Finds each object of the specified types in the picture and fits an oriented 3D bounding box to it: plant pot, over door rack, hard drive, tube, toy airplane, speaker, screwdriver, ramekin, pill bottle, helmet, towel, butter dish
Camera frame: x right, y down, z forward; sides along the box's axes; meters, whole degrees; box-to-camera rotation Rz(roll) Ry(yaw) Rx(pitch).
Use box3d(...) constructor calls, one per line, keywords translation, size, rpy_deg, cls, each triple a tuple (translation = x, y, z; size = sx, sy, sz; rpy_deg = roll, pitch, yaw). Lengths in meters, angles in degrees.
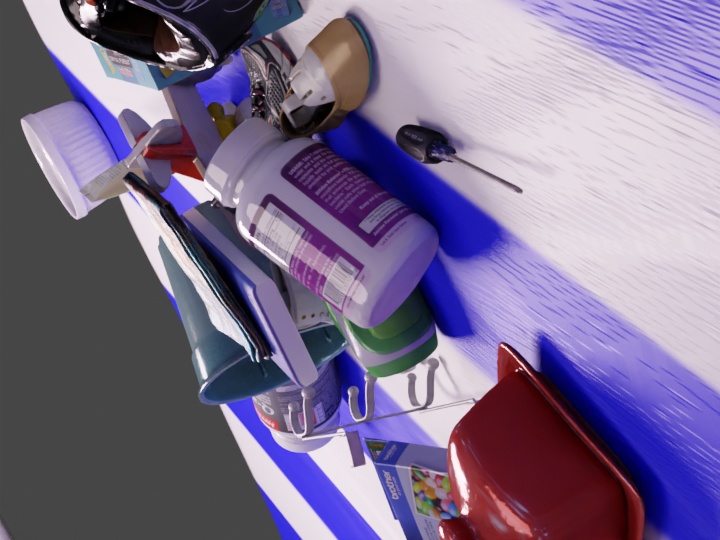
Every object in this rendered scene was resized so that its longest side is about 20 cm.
box3d(translation=(-0.132, 0.024, 1.888), size=(0.200, 0.200, 0.196), rpy_deg=(105, 141, -70), cls="plant pot")
box3d(translation=(0.024, 0.134, 1.602), size=(0.200, 0.148, 0.067), rpy_deg=(-171, 70, -70), cls="over door rack")
box3d(translation=(-0.117, 0.026, 1.662), size=(0.200, 0.025, 0.132), rpy_deg=(40, 158, 55), cls="hard drive")
box3d(translation=(-0.224, -0.127, 1.845), size=(0.052, 0.200, 0.058), rpy_deg=(57, 165, 20), cls="tube")
box3d(translation=(-0.155, -0.139, 1.710), size=(0.200, 0.141, 0.199), rpy_deg=(48, -158, -25), cls="toy airplane")
box3d(translation=(0.000, 0.000, 1.563), size=(0.200, 0.088, 0.088), rpy_deg=(63, 165, -12), cls="speaker")
box3d(translation=(0.080, -0.086, 1.255), size=(0.200, 0.029, 0.028), rpy_deg=(27, 144, 59), cls="screwdriver")
box3d(translation=(-0.495, -0.199, 2.827), size=(0.200, 0.105, 0.200), rpy_deg=(55, 165, 22), cls="ramekin")
box3d(translation=(-0.085, 0.140, 2.071), size=(0.116, 0.116, 0.200), rpy_deg=(49, 162, 36), cls="pill bottle")
box3d(translation=(-0.158, -0.281, 1.339), size=(0.200, 0.191, 0.200), rpy_deg=(19, 166, 5), cls="helmet")
box3d(translation=(-0.038, -0.048, 1.447), size=(0.200, 0.112, 0.112), rpy_deg=(38, 160, 14), cls="pill bottle")
box3d(translation=(-0.167, -0.003, 1.640), size=(0.200, 0.022, 0.147), rpy_deg=(58, 168, -25), cls="towel")
box3d(translation=(0.133, 0.197, 1.374), size=(0.200, 0.148, 0.199), rpy_deg=(51, 162, 33), cls="butter dish")

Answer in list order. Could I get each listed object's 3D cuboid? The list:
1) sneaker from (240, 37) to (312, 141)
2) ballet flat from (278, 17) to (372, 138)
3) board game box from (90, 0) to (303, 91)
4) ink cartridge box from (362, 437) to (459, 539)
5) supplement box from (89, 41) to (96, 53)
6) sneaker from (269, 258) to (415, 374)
box3d(translation=(-0.087, -0.131, 1.592), size=(0.081, 0.075, 0.200), rpy_deg=(-150, 46, -65), cls="sneaker")
box3d(translation=(-0.035, -0.157, 1.418), size=(0.069, 0.063, 0.200), rpy_deg=(59, 166, 9), cls="ballet flat")
box3d(translation=(-0.159, -0.228, 1.524), size=(0.047, 0.151, 0.200), rpy_deg=(65, 165, -18), cls="board game box")
box3d(translation=(0.093, 0.228, 1.600), size=(0.200, 0.042, 0.119), rpy_deg=(6, 131, 36), cls="ink cartridge box")
box3d(translation=(-0.254, -0.337, 1.680), size=(0.200, 0.131, 0.103), rpy_deg=(61, 164, -6), cls="supplement box")
box3d(translation=(-0.025, 0.043, 1.679), size=(0.074, 0.116, 0.200), rpy_deg=(26, 145, 62), cls="sneaker")
